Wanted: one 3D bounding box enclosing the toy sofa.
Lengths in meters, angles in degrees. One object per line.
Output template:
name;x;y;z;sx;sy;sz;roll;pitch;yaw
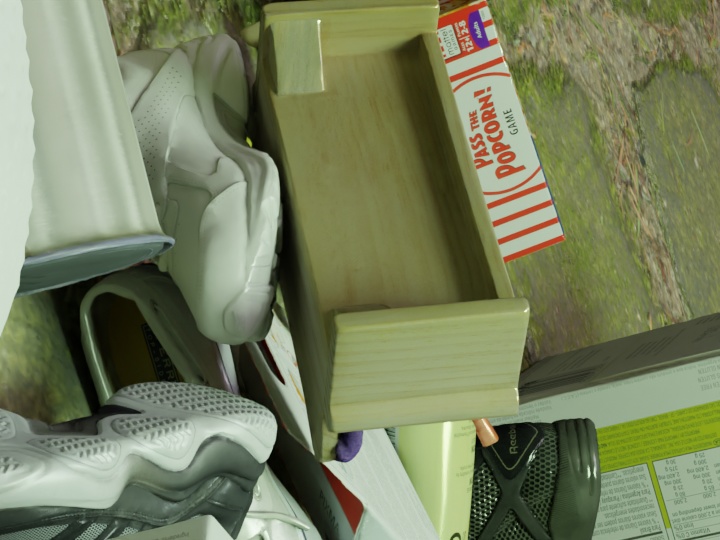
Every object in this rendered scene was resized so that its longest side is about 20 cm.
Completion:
toy sofa;0.009;-0.019;1.042;0.098;0.082;0.200;96;-15;-47

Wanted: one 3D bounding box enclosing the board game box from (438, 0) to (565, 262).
board game box;0.057;-0.108;1.435;0.200;0.046;0.152;-115;-175;-69

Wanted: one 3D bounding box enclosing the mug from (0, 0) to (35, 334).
mug;-0.199;-0.044;0.777;0.199;0.147;0.176;-9;91;-38

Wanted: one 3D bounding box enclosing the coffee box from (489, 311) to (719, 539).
coffee box;0.208;0.143;1.533;0.200;0.199;0.199;-26;99;-68

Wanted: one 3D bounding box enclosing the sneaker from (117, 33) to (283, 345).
sneaker;-0.089;-0.032;1.063;0.200;0.099;0.078;-110;-159;-55

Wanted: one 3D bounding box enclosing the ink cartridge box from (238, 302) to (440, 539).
ink cartridge box;-0.026;0.084;1.136;0.200;0.050;0.162;47;10;-44

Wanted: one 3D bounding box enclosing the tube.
tube;0.035;0.148;1.269;0.058;0.052;0.201;-3;97;-40

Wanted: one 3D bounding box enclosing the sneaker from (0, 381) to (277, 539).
sneaker;-0.113;0.111;0.932;0.200;0.075;0.114;-8;108;-46

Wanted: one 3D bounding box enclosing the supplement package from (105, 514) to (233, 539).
supplement package;-0.076;0.199;0.859;0.200;0.155;0.111;53;30;-43

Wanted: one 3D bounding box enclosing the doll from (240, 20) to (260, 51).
doll;-0.021;-0.035;1.299;0.136;0.048;0.201;23;52;-73

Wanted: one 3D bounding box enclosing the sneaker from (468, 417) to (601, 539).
sneaker;0.071;0.163;1.374;0.076;0.114;0.200;-87;180;-49

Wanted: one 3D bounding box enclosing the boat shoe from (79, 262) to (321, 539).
boat shoe;-0.073;0.094;1.052;0.086;0.074;0.203;-13;84;-69

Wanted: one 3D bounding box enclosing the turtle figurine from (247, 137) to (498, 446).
turtle figurine;0.000;0.000;1.201;0.200;0.064;0.161;40;31;-2

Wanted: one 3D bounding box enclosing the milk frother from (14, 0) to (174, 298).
milk frother;-0.102;-0.097;0.947;0.180;0.199;0.189;-5;80;-72
